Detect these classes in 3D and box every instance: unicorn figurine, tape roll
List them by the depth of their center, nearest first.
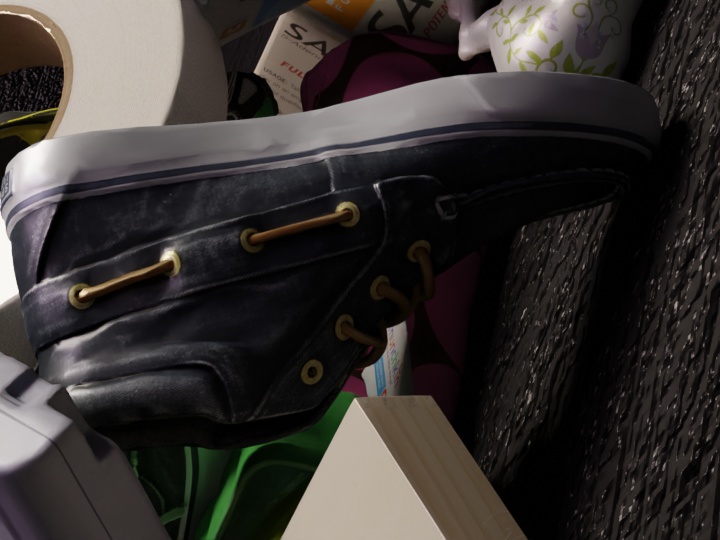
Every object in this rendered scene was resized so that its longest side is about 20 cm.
[{"bbox_3d":[0.079,-0.124,0.690,0.137,0.074,0.200,-136,52,-71],"label":"unicorn figurine"},{"bbox_3d":[-0.144,-0.046,0.758,0.037,0.203,0.203,51,-134,-48],"label":"tape roll"}]

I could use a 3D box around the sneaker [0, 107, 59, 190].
[{"bbox_3d":[-0.077,-0.043,0.868,0.085,0.200,0.075,-131,50,-61],"label":"sneaker"}]

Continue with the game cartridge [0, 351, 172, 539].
[{"bbox_3d":[-0.127,0.060,0.610,0.200,0.133,0.041,23,61,41],"label":"game cartridge"}]

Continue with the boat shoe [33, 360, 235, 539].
[{"bbox_3d":[-0.092,0.069,0.692,0.068,0.074,0.199,-30,-29,-31],"label":"boat shoe"}]

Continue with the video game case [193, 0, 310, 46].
[{"bbox_3d":[0.029,-0.161,0.780,0.200,0.022,0.182,-29,-6,-21],"label":"video game case"}]

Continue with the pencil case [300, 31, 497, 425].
[{"bbox_3d":[0.000,0.000,0.766,0.091,0.094,0.200,109,176,-53],"label":"pencil case"}]

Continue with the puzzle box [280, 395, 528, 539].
[{"bbox_3d":[-0.001,0.147,0.499,0.133,0.025,0.200,56,132,38],"label":"puzzle box"}]

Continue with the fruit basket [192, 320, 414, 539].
[{"bbox_3d":[-0.005,0.139,0.616,0.200,0.094,0.185,-109,37,-50],"label":"fruit basket"}]

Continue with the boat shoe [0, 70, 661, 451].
[{"bbox_3d":[-0.003,0.001,0.603,0.071,0.200,0.091,97,163,-73],"label":"boat shoe"}]

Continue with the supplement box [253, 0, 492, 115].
[{"bbox_3d":[-0.009,-0.078,0.962,0.126,0.073,0.200,-57,-1,-40],"label":"supplement box"}]

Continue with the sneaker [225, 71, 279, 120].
[{"bbox_3d":[-0.110,-0.009,0.780,0.200,0.085,0.078,-43,2,-10],"label":"sneaker"}]
